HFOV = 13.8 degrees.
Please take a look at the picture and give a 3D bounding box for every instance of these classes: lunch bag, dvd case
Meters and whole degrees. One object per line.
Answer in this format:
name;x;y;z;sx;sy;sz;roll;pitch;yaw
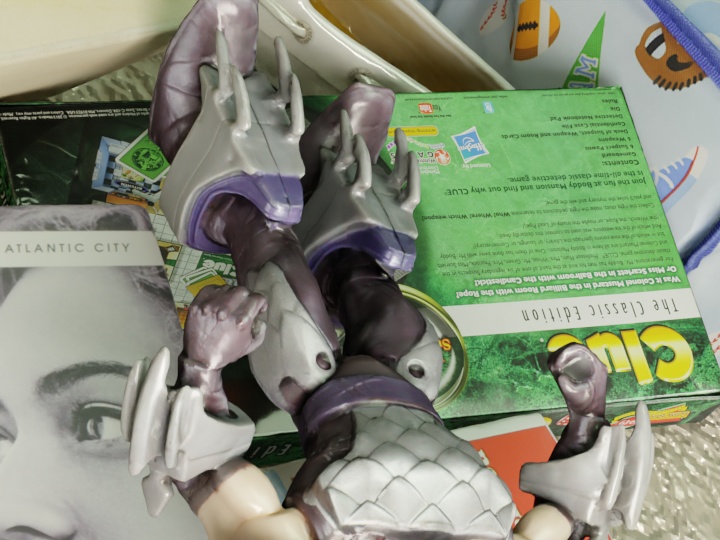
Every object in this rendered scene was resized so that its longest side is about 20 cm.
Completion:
lunch bag;0.107;-0.067;0.973;0.170;0.124;0.200;6;38;-44
dvd case;-0.095;0.070;0.676;0.149;0.016;0.200;-1;56;-28

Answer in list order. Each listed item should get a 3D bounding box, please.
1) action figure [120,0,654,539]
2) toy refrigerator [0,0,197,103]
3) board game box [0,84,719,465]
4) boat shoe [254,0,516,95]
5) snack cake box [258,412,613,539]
action figure;-0.002;0.024;0.699;0.130;0.069;0.200;17;34;-32
toy refrigerator;-0.122;-0.073;0.739;0.200;0.076;0.070;-18;89;-56
board game box;0.000;0.000;0.816;0.200;0.023;0.105;-3;61;-28
boat shoe;-0.025;-0.093;0.890;0.200;0.070;0.071;47;35;-5
snack cake box;0.039;0.141;0.745;0.115;0.067;0.200;-8;64;-48
